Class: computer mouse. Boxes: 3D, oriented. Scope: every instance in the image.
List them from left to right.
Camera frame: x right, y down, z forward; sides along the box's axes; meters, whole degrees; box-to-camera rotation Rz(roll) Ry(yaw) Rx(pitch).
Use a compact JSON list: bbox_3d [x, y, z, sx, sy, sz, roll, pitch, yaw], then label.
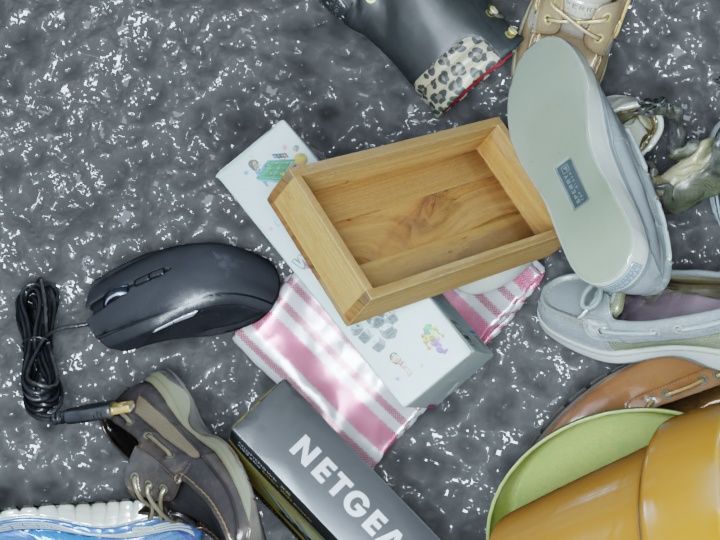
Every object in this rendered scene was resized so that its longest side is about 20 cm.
[{"bbox_3d":[-0.157,0.039,1.246,0.199,0.046,0.141,-8,49,3],"label":"computer mouse"}]

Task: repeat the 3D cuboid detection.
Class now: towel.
[{"bbox_3d":[0.020,0.027,1.279,0.146,0.030,0.200,42,88,7],"label":"towel"}]

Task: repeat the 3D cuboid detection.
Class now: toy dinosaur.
[{"bbox_3d":[0.245,-0.088,1.216,0.199,0.047,0.088,-25,114,2],"label":"toy dinosaur"}]

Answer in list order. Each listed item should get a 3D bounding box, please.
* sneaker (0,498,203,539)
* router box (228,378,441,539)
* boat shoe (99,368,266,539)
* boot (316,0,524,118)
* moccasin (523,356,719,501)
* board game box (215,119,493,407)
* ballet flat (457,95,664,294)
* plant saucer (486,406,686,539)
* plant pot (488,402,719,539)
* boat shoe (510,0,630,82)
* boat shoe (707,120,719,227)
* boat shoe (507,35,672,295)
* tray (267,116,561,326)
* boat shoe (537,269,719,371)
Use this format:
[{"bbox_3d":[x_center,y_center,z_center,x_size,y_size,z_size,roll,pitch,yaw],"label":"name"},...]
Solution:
[{"bbox_3d":[-0.212,0.211,1.249,0.199,0.079,0.090,-4,81,3],"label":"sneaker"},{"bbox_3d":[-0.006,0.175,1.198,0.052,0.157,0.200,-43,83,-14],"label":"router box"},{"bbox_3d":[-0.125,0.147,1.203,0.073,0.200,0.075,-24,125,-16],"label":"boat shoe"},{"bbox_3d":[0.076,-0.229,1.283,0.203,0.073,0.154,-42,86,3],"label":"boot"},{"bbox_3d":[0.202,0.108,1.240,0.201,0.074,0.078,-30,66,-9],"label":"moccasin"},{"bbox_3d":[0.000,0.000,1.198,0.064,0.148,0.200,-40,80,4],"label":"board game box"},{"bbox_3d":[0.140,-0.060,1.240,0.200,0.069,0.069,-40,83,-15],"label":"ballet flat"},{"bbox_3d":[0.185,0.171,1.211,0.199,0.031,0.201,-1,121,-1],"label":"plant saucer"},{"bbox_3d":[0.187,0.199,1.109,0.183,0.200,0.201,-18,82,29],"label":"plant pot"},{"bbox_3d":[0.159,-0.198,1.273,0.073,0.069,0.201,16,87,4],"label":"boat shoe"},{"bbox_3d":[0.301,-0.021,1.246,0.072,0.071,0.201,-16,82,2],"label":"boat shoe"},{"bbox_3d":[0.157,-0.067,1.174,0.070,0.071,0.201,-35,54,29],"label":"boat shoe"},{"bbox_3d":[0.043,-0.035,1.133,0.099,0.200,0.037,57,134,16],"label":"tray"},{"bbox_3d":[0.209,0.023,1.208,0.201,0.065,0.074,10,47,41],"label":"boat shoe"}]
